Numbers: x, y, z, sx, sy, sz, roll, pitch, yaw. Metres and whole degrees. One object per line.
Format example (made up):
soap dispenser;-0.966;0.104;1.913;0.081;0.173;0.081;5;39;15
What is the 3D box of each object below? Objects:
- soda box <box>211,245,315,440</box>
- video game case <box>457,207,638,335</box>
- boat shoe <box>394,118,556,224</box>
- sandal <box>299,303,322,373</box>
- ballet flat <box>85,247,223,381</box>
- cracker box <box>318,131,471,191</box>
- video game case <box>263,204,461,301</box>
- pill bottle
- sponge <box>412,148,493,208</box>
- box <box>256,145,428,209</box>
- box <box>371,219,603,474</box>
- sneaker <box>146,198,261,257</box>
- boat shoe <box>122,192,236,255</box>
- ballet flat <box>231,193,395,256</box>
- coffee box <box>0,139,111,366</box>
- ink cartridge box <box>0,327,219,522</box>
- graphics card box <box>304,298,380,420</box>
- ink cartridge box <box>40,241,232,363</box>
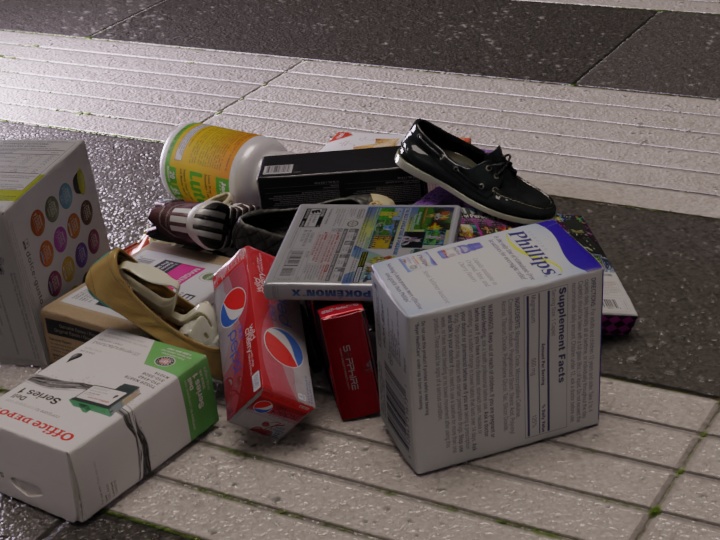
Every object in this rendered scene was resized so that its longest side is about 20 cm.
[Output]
soda box;-0.101;0.071;1.495;0.070;0.063;0.200;24;38;-32
video game case;0.182;-0.001;1.602;0.200;0.036;0.181;2;39;-19
boat shoe;0.137;-0.117;1.657;0.199;0.066;0.074;28;31;18
sandal;-0.084;0.065;1.602;0.045;0.075;0.200;-18;21;-12
ballet flat;-0.193;0.047;1.520;0.200;0.063;0.069;33;32;-14
cracker box;0.040;-0.138;1.986;0.200;0.058;0.134;4;28;20
video game case;0.007;-0.021;1.523;0.182;0.022;0.200;1;26;9
pill bottle;-0.163;-0.131;1.956;0.200;0.111;0.111;15;33;36
sponge;0.115;-0.059;1.753;0.030;0.112;0.200;12;31;29
box;-0.016;-0.070;1.771;0.200;0.141;0.079;-4;25;5
box;0.122;0.072;1.402;0.200;0.184;0.105;-13;33;-15
sneaker;-0.191;-0.056;1.767;0.115;0.076;0.200;9;-7;22
boat shoe;-0.241;-0.040;1.848;0.200;0.063;0.071;-22;33;-27
ballet flat;-0.050;-0.052;1.676;0.200;0.057;0.067;-14;62;-16
coffee box;-0.430;-0.027;1.704;0.200;0.200;0.198;2;29;18
ink cartridge box;-0.263;0.149;1.450;0.146;0.084;0.200;12;31;33
graphics card box;-0.026;0.054;1.541;0.051;0.126;0.200;-14;28;-4
ink cartridge box;-0.233;0.048;1.657;0.165;0.075;0.200;10;30;32
